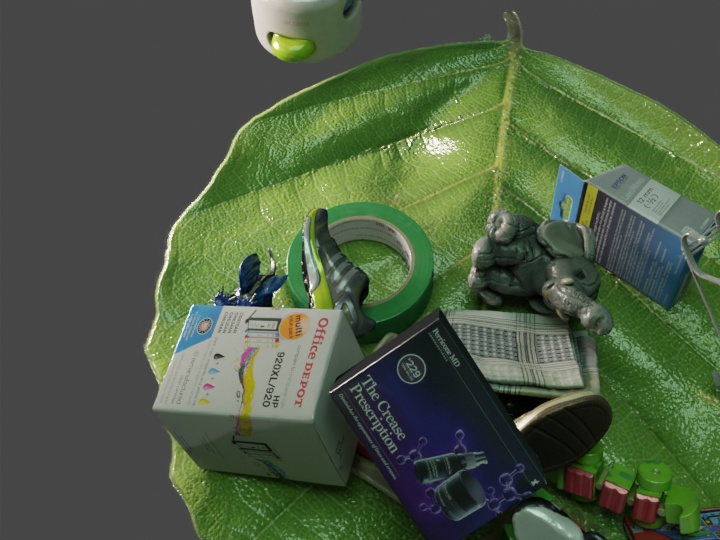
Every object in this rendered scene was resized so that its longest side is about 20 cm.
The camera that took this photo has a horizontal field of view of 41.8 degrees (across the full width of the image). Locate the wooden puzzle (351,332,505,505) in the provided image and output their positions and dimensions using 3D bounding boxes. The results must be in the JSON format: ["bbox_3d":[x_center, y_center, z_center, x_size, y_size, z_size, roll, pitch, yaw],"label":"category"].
[{"bbox_3d":[0.065,0.180,1.137,0.198,0.047,0.186,30,61,22],"label":"wooden puzzle"}]

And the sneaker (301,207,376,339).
[{"bbox_3d":[-0.031,0.009,1.199,0.079,0.074,0.203,-6,61,-9],"label":"sneaker"}]

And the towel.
[{"bbox_3d":[0.190,0.095,1.142,0.196,0.035,0.193,7,20,6],"label":"towel"}]

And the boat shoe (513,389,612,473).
[{"bbox_3d":[0.184,0.189,1.052,0.198,0.072,0.076,-31,12,6],"label":"boat shoe"}]

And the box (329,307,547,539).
[{"bbox_3d":[0.080,0.164,0.980,0.140,0.079,0.201,-34,92,6],"label":"box"}]

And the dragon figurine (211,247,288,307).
[{"bbox_3d":[-0.134,0.020,1.216,0.058,0.100,0.201,33,44,3],"label":"dragon figurine"}]

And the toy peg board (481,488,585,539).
[{"bbox_3d":[0.195,0.347,0.981,0.198,0.098,0.200,35,64,25],"label":"toy peg board"}]

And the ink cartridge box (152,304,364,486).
[{"bbox_3d":[-0.105,0.141,1.090,0.196,0.146,0.149,1,52,20],"label":"ink cartridge box"}]

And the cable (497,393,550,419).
[{"bbox_3d":[0.158,0.173,1.117,0.196,0.050,0.099,-8,84,-15],"label":"cable"}]

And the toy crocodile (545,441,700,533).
[{"bbox_3d":[0.282,0.240,1.051,0.197,0.069,0.062,17,31,29],"label":"toy crocodile"}]

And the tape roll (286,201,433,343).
[{"bbox_3d":[0.000,0.000,1.267,0.196,0.049,0.203,-1,55,2],"label":"tape roll"}]

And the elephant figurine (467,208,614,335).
[{"bbox_3d":[0.248,0.006,1.203,0.197,0.142,0.157,18,72,23],"label":"elephant figurine"}]

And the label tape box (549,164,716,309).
[{"bbox_3d":[0.349,-0.060,1.232,0.199,0.144,0.066,37,65,25],"label":"label tape box"}]

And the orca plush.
[{"bbox_3d":[0.234,0.293,0.939,0.199,0.106,0.071,34,31,10],"label":"orca plush"}]

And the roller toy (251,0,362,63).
[{"bbox_3d":[-0.089,-0.446,1.532,0.180,0.141,0.201,-24,56,-15],"label":"roller toy"}]

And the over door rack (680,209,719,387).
[{"bbox_3d":[0.470,0.019,1.132,0.146,0.203,0.066,-28,17,-27],"label":"over door rack"}]

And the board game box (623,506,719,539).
[{"bbox_3d":[0.398,0.296,1.025,0.196,0.020,0.103,-6,24,-1],"label":"board game box"}]
